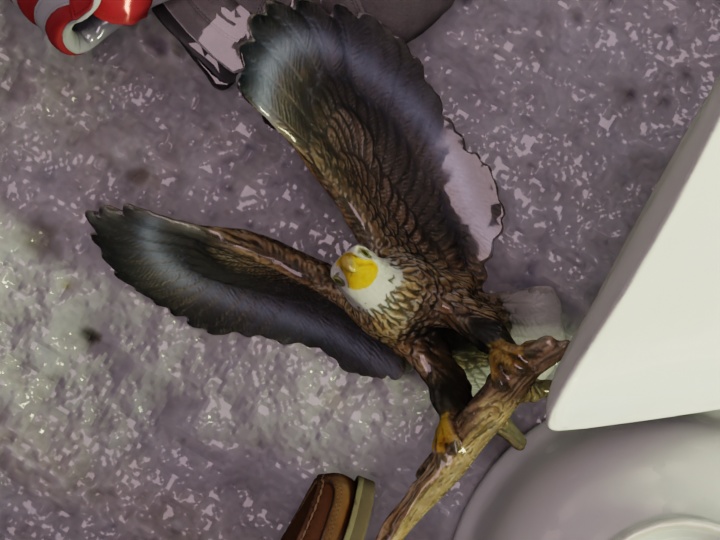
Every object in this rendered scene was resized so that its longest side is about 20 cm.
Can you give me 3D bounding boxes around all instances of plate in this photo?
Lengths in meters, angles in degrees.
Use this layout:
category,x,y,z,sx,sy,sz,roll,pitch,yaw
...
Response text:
category,x,y,z,sx,sy,sz,roll,pitch,yaw
plate,0.180,-0.023,0.948,0.032,0.199,0.200,49,128,35

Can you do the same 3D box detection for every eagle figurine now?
category,x,y,z,sx,sy,sz,roll,pitch,yaw
eagle figurine,0.000,-0.003,0.991,0.151,0.151,0.200,-35,69,-27

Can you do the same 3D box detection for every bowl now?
category,x,y,z,sx,sy,sz,roll,pitch,yaw
bowl,0.138,0.155,1.004,0.199,0.090,0.203,0,88,-1

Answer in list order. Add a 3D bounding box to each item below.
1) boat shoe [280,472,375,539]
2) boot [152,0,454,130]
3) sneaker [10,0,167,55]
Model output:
category,x,y,z,sx,sy,sz,roll,pitch,yaw
boat shoe,-0.058,0.176,1.010,0.068,0.072,0.201,25,88,-1
boot,-0.051,-0.161,1.028,0.132,0.070,0.200,-43,83,5
sneaker,-0.107,-0.183,0.972,0.113,0.071,0.200,49,132,18
